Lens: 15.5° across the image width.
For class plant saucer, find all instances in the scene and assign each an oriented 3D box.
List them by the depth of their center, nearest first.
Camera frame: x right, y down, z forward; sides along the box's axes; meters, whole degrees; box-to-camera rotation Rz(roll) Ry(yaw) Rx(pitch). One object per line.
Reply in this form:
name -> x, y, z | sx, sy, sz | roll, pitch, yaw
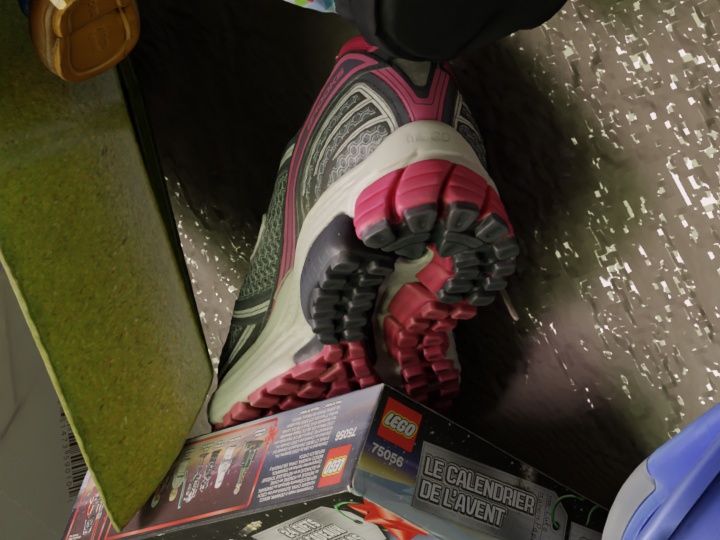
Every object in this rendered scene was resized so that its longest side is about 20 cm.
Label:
plant saucer -> -0.096, -0.050, 0.864 | 0.200, 0.048, 0.200 | 76, 177, -52

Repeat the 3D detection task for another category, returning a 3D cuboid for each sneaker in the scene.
sneaker -> 0.000, 0.000, 0.857 | 0.200, 0.080, 0.075 | 123, 142, -56

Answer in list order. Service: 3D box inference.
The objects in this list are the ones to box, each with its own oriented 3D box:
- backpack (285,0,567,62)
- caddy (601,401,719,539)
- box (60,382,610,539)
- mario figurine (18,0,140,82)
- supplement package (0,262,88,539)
backpack -> -0.022, -0.166, 0.705 | 0.200, 0.154, 0.163 | 61, 155, 19
caddy -> 0.110, 0.096, 0.724 | 0.105, 0.141, 0.200 | 38, 141, 19
box -> 0.002, 0.098, 0.888 | 0.137, 0.040, 0.200 | 30, 155, -25
mario figurine -> -0.137, -0.132, 0.775 | 0.106, 0.123, 0.200 | -36, 64, 23
supplement package -> -0.208, 0.065, 1.064 | 0.200, 0.150, 0.152 | 10, 108, 48
